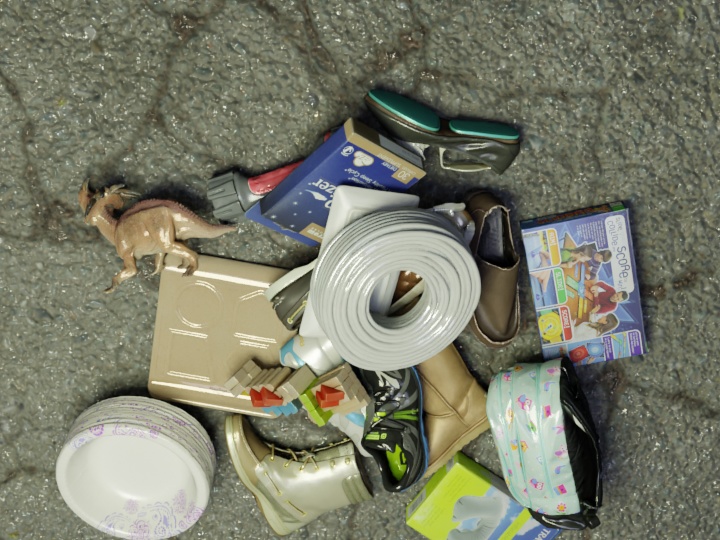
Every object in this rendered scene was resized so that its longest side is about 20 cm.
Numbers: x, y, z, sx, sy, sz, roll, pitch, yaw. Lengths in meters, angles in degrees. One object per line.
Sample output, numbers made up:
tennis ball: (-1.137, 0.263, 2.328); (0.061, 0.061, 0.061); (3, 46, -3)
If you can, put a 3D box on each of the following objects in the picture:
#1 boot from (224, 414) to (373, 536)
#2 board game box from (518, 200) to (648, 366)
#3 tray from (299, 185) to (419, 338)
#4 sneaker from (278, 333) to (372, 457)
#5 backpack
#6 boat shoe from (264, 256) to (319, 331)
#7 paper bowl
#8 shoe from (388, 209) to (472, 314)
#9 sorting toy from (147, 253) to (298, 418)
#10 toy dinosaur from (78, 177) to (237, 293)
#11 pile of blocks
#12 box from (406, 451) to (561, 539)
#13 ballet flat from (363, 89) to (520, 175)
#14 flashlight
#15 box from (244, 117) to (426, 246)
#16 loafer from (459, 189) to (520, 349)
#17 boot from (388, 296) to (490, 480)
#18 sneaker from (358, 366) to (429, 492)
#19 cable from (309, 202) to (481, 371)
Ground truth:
boot: (-0.082, 0.253, 1.444); (0.154, 0.072, 0.201); (-22, 115, 10)
board game box: (0.284, 0.023, 1.371); (0.134, 0.034, 0.201); (-11, 110, 5)
tray: (0.000, 0.000, 1.280); (0.107, 0.022, 0.201); (7, 115, -19)
sneaker: (-0.034, 0.162, 1.405); (0.080, 0.077, 0.201); (-25, 109, 7)
backpack: (0.236, 0.211, 1.368); (0.126, 0.167, 0.201); (-12, 118, 13)
boat shoe: (-0.023, 0.000, 1.328); (0.201, 0.072, 0.061); (-33, 80, 15)
paper bowl: (-0.289, 0.249, 1.418); (0.199, 0.105, 0.202); (2, 124, 3)
shoe: (0.065, -0.001, 1.327); (0.070, 0.053, 0.200); (43, 121, -2)
sorting toy: (-0.176, 0.083, 1.409); (0.184, 0.036, 0.201); (10, 105, -2)
toy dinosaur: (-0.259, -0.057, 1.311); (0.199, 0.086, 0.137); (-10, 102, 13)
pile of blocks: (-0.089, 0.161, 1.338); (0.199, 0.062, 0.083); (-1, 114, 29)
box: (0.176, 0.348, 1.487); (0.199, 0.048, 0.122); (34, 108, -9)
ballet flat: (0.093, -0.157, 1.297); (0.199, 0.068, 0.069); (16, 118, -4)
flashlight: (-0.090, -0.119, 1.317); (0.199, 0.068, 0.068); (-16, 147, 11)
box: (-0.033, -0.090, 1.287); (0.121, 0.033, 0.200); (23, 133, -38)
loafer: (0.160, 0.003, 1.328); (0.073, 0.071, 0.202); (-14, 101, -15)
boot: (0.066, 0.155, 1.414); (0.175, 0.066, 0.200); (-39, 104, 4)
sneaker: (0.038, 0.185, 1.349); (0.070, 0.083, 0.201); (-5, 106, 28)
cable: (0.042, 0.025, 1.252); (0.198, 0.069, 0.201); (-4, 119, -16)
